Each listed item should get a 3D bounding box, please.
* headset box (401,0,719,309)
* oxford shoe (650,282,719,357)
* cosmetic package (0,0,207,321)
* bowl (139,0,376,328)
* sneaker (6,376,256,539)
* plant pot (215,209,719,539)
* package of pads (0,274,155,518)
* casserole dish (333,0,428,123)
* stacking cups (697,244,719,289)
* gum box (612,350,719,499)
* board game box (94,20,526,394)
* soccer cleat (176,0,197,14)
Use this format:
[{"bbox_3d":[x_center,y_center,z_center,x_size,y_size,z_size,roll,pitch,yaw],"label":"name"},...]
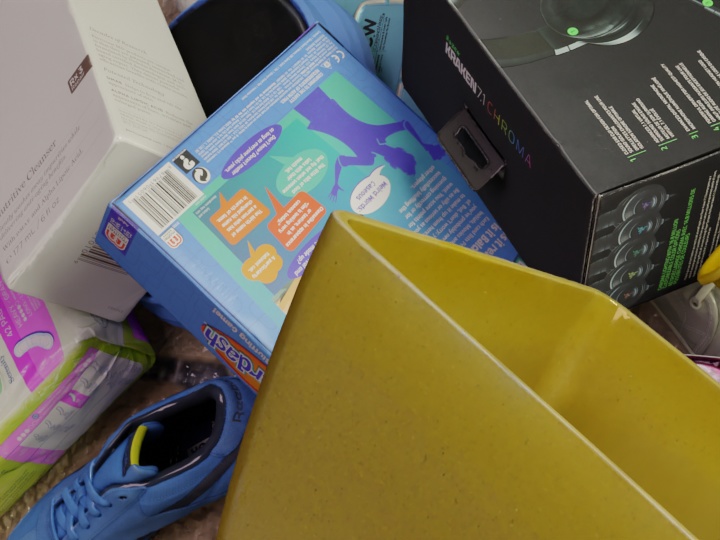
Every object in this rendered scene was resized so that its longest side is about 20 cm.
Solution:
[{"bbox_3d":[0.131,-0.088,0.731,0.199,0.093,0.174,-21,54,-16],"label":"headset box"},{"bbox_3d":[0.162,-0.006,0.763,0.075,0.058,0.200,-46,59,3],"label":"oxford shoe"},{"bbox_3d":[-0.154,-0.084,0.891,0.113,0.081,0.200,-49,45,22],"label":"cosmetic package"},{"bbox_3d":[-0.076,-0.067,0.892,0.200,0.039,0.201,-21,58,39],"label":"bowl"},{"bbox_3d":[-0.130,0.115,0.864,0.200,0.078,0.066,-33,61,16],"label":"sneaker"},{"bbox_3d":[0.059,0.120,0.563,0.200,0.200,0.177,43,107,34],"label":"plant pot"},{"bbox_3d":[-0.223,0.057,0.932,0.200,0.068,0.155,-44,56,16],"label":"package of pads"},{"bbox_3d":[0.014,-0.097,0.889,0.121,0.039,0.201,3,72,29],"label":"casserole dish"},{"bbox_3d":[0.226,0.055,0.659,0.060,0.061,0.200,-43,92,7],"label":"stacking cups"},{"bbox_3d":[0.145,0.147,0.679,0.066,0.113,0.201,2,73,29],"label":"gum box"},{"bbox_3d":[0.000,0.000,0.762,0.200,0.045,0.152,43,60,4],"label":"board game box"},{"bbox_3d":[-0.048,-0.208,0.920,0.200,0.085,0.069,-28,60,34],"label":"soccer cleat"}]
